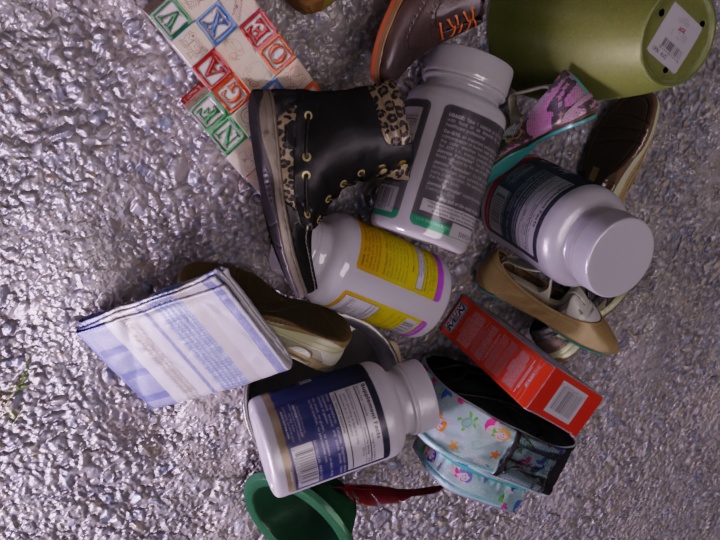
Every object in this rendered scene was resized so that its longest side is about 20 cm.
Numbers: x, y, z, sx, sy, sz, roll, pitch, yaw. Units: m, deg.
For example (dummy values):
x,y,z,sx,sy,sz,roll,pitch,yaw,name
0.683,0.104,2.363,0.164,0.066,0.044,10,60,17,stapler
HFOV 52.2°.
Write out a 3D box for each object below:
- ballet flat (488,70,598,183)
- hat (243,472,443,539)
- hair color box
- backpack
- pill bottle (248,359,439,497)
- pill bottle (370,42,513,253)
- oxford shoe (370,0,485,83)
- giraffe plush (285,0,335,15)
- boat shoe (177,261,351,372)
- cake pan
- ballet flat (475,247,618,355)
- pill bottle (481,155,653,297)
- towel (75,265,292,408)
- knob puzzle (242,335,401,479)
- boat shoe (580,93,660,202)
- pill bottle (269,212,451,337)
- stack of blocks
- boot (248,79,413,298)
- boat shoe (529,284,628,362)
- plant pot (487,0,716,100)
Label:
x,y,z,sx,sy,sz,roll,pitch,yaw,name
0.178,-0.160,0.823,0.069,0.200,0.072,-24,86,-33,ballet flat
-0.031,0.286,0.980,0.201,0.165,0.176,53,45,-11,hat
0.193,0.112,0.909,0.101,0.200,0.062,31,97,-31,hair color box
0.147,0.201,0.945,0.198,0.178,0.152,29,98,-23,backpack
-0.017,0.167,0.822,0.197,0.111,0.113,-15,118,-16,pill bottle
0.091,-0.130,0.793,0.112,0.113,0.203,16,93,-29,pill bottle
0.083,-0.262,0.737,0.201,0.072,0.071,-54,162,-7,oxford shoe
-0.005,-0.309,0.653,0.197,0.162,0.175,8,109,-26,giraffe plush
-0.110,0.054,0.809,0.198,0.074,0.064,21,123,-12,boat shoe
-0.046,0.145,0.887,0.197,0.037,0.204,-3,98,-17,cake pan
0.238,0.036,0.915,0.198,0.069,0.064,28,122,11,ballet flat
0.238,-0.051,0.856,0.118,0.200,0.121,-10,117,-20,pill bottle
-0.185,0.077,0.777,0.198,0.024,0.148,-19,124,22,towel
-0.020,0.168,0.940,0.216,0.030,0.223,-9,115,-20,knob puzzle
0.329,-0.132,0.948,0.075,0.072,0.202,6,118,-41,boat shoe
0.000,0.000,0.830,0.198,0.104,0.105,23,102,-30,pill bottle
-0.121,-0.187,0.718,0.115,0.059,0.200,-41,122,-2,stack of blocks
-0.022,-0.084,0.717,0.148,0.073,0.203,-13,101,-15,boot
0.299,0.030,0.983,0.201,0.072,0.066,-50,120,-11,boat shoe
0.264,-0.257,0.776,0.184,0.200,0.190,-10,117,-20,plant pot
